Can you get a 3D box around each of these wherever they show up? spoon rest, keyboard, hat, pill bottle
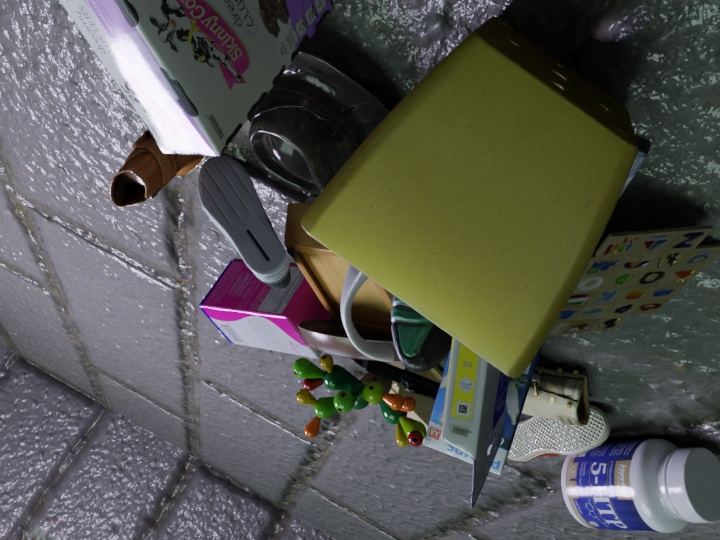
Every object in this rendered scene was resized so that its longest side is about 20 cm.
[{"bbox_3d":[0.010,-0.003,0.739,0.060,0.203,0.099,-1,-170,-9],"label":"spoon rest"},{"bbox_3d":[0.085,0.156,0.951,0.198,0.021,0.127,23,-179,-25],"label":"keyboard"},{"bbox_3d":[-0.053,-0.130,0.701,0.198,0.082,0.201,15,160,6],"label":"hat"},{"bbox_3d":[0.386,0.294,0.945,0.119,0.121,0.199,38,149,-14],"label":"pill bottle"}]

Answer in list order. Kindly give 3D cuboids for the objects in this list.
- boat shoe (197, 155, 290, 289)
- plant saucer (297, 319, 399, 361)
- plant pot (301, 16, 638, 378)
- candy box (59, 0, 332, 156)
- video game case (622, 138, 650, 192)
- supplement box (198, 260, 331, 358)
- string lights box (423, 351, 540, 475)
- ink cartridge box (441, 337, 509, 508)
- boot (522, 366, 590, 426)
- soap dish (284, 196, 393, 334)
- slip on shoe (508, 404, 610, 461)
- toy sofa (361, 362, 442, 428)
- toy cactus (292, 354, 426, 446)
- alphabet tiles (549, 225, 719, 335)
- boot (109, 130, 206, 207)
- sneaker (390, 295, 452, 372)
[{"bbox_3d":[-0.150,-0.056,0.879,0.201,0.071,0.071,60,169,24],"label":"boat shoe"},{"bbox_3d":[0.010,0.096,0.951,0.197,0.033,0.200,6,-178,0],"label":"plant saucer"},{"bbox_3d":[0.104,-0.080,0.543,0.199,0.200,0.177,35,119,0],"label":"plant pot"},{"bbox_3d":[-0.122,-0.220,0.542,0.071,0.201,0.169,9,145,32],"label":"candy box"},{"bbox_3d":[0.173,-0.080,0.676,0.141,0.019,0.201,25,149,10],"label":"video game case"},{"bbox_3d":[-0.138,0.058,1.078,0.198,0.104,0.102,6,142,39],"label":"supplement box"},{"bbox_3d":[0.154,0.129,0.835,0.101,0.203,0.059,17,-170,17],"label":"string lights box"},{"bbox_3d":[0.126,0.105,0.706,0.046,0.203,0.197,11,-173,18],"label":"ink cartridge box"},{"bbox_3d":[0.215,0.139,0.911,0.154,0.073,0.201,6,144,37],"label":"boot"},{"bbox_3d":[0.000,0.000,0.887,0.156,0.082,0.201,8,145,34],"label":"soap dish"},{"bbox_3d":[0.292,0.240,1.016,0.060,0.075,0.200,4,155,-28],"label":"slip on shoe"},{"bbox_3d":[0.098,0.199,1.099,0.097,0.083,0.200,-3,137,52],"label":"toy sofa"},{"bbox_3d":[0.006,0.173,0.917,0.197,0.104,0.165,15,-173,19],"label":"toy cactus"},{"bbox_3d":[0.246,0.016,0.672,0.164,0.006,0.201,-5,150,-10],"label":"alphabet tiles"},{"bbox_3d":[-0.247,-0.131,0.835,0.073,0.156,0.200,34,150,-9],"label":"boot"},{"bbox_3d":[0.075,0.013,0.726,0.073,0.203,0.088,8,160,6],"label":"sneaker"}]
